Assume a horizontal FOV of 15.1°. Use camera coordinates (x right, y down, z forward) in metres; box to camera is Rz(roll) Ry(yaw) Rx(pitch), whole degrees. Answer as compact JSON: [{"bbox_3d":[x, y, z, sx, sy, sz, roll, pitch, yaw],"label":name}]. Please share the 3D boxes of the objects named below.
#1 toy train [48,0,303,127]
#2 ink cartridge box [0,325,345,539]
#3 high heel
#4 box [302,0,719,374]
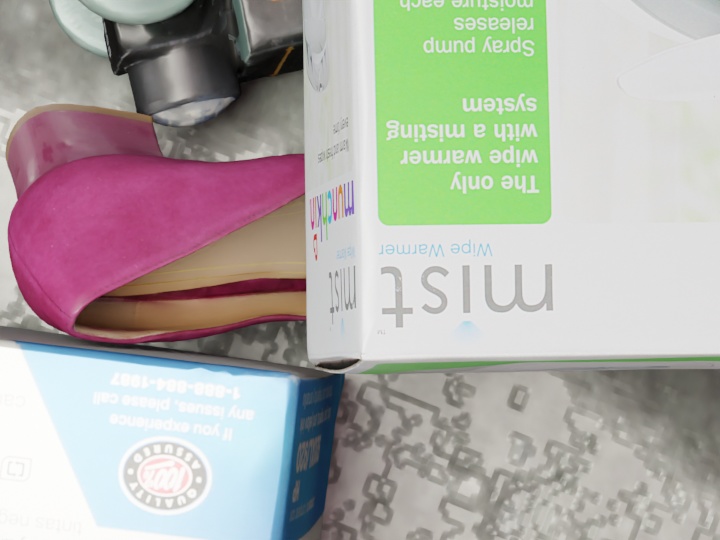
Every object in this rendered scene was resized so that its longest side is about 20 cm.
[{"bbox_3d":[-0.045,-0.145,0.795,0.113,0.085,0.201,-12,85,-10],"label":"toy train"},{"bbox_3d":[-0.092,0.118,0.748,0.146,0.145,0.201,7,89,3],"label":"ink cartridge box"},{"bbox_3d":[0.000,0.000,0.754,0.199,0.096,0.068,1,122,-15],"label":"high heel"},{"bbox_3d":[0.087,-0.062,0.697,0.199,0.097,0.177,0,87,-9],"label":"box"}]
